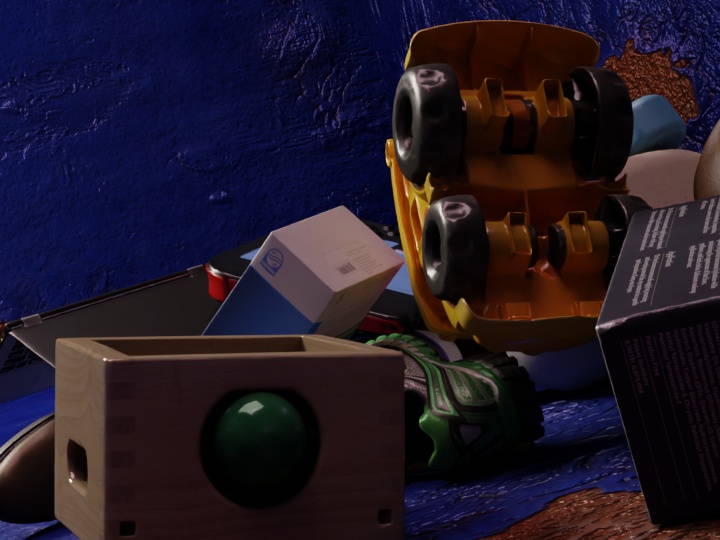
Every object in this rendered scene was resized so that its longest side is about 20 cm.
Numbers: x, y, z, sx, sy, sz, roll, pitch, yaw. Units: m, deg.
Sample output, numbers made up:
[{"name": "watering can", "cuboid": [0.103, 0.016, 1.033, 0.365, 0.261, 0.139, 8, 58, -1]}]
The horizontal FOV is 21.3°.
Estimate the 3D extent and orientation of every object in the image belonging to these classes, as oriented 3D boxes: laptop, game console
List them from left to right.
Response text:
[{"name": "laptop", "cuboid": [-0.165, 0.075, 1.413, 0.186, 0.116, 0.200, -17, -23, -36]}, {"name": "game console", "cuboid": [0.000, 0.000, 1.421, 0.176, 0.031, 0.200, 9, 18, 28]}]

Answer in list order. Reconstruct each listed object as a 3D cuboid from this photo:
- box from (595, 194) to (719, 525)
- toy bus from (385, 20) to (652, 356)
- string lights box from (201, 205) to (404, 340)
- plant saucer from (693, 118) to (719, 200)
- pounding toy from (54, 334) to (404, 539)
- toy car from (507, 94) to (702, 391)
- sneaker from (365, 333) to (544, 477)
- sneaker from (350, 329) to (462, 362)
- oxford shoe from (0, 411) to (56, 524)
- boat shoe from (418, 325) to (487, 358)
[{"name": "box", "cuboid": [0.223, 0.024, 0.931, 0.181, 0.105, 0.200, -14, 13, 18]}, {"name": "toy bus", "cuboid": [0.079, -0.021, 1.161, 0.135, 0.201, 0.192, 0, -30, -17]}, {"name": "string lights box", "cuboid": [-0.064, 0.060, 1.214, 0.200, 0.059, 0.103, -54, -14, 24]}, {"name": "plant saucer", "cuboid": [0.298, -0.089, 1.187, 0.199, 0.037, 0.201, -19, 33, 13]}, {"name": "pounding toy", "cuboid": [-0.080, 0.111, 0.988, 0.183, 0.144, 0.200, 0, 2, -18]}, {"name": "toy car", "cuboid": [0.168, 0.016, 1.312, 0.176, 0.185, 0.200, -14, -28, -43]}, {"name": "sneaker", "cuboid": [0.022, 0.085, 1.182, 0.085, 0.079, 0.200, -17, 5, -31]}, {"name": "sneaker", "cuboid": [-0.037, 0.083, 1.397, 0.146, 0.081, 0.199, -12, 7, -44]}, {"name": "oxford shoe", "cuboid": [-0.168, 0.127, 1.334, 0.199, 0.073, 0.084, -17, 7, -33]}, {"name": "boat shoe", "cuboid": [0.093, 0.050, 1.489, 0.199, 0.074, 0.063, -21, 6, 21]}]
